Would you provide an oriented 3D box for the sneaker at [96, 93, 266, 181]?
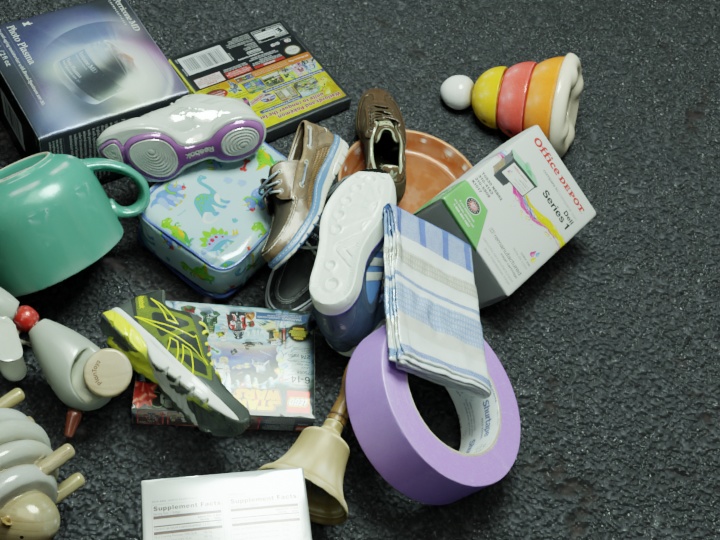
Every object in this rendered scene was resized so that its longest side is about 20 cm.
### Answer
[{"bbox_3d":[-0.217,-0.164,1.118,0.197,0.076,0.100,-10,42,-19],"label":"sneaker"}]

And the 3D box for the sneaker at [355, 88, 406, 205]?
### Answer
[{"bbox_3d":[0.035,-0.176,1.219,0.069,0.076,0.202,1,56,-11],"label":"sneaker"}]

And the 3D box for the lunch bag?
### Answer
[{"bbox_3d":[-0.165,-0.076,1.140,0.160,0.083,0.200,34,55,11],"label":"lunch bag"}]

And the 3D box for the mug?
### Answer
[{"bbox_3d":[-0.346,-0.068,1.034,0.150,0.116,0.185,-4,29,38],"label":"mug"}]

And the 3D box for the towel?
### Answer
[{"bbox_3d":[0.082,0.032,1.007,0.146,0.024,0.202,25,48,-34],"label":"towel"}]

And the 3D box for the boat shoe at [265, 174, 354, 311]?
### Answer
[{"bbox_3d":[-0.052,-0.030,1.126,0.071,0.068,0.201,30,68,14],"label":"boat shoe"}]

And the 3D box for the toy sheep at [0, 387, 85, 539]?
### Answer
[{"bbox_3d":[-0.353,0.190,0.888,0.199,0.139,0.137,34,54,31],"label":"toy sheep"}]

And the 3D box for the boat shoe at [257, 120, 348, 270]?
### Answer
[{"bbox_3d":[-0.081,-0.091,1.080,0.072,0.072,0.202,35,50,-18],"label":"boat shoe"}]

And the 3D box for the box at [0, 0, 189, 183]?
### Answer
[{"bbox_3d":[-0.348,-0.224,1.180,0.197,0.124,0.201,-24,64,-27],"label":"box"}]

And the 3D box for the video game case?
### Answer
[{"bbox_3d":[-0.142,-0.262,1.311,0.198,0.026,0.181,-27,65,-28],"label":"video game case"}]

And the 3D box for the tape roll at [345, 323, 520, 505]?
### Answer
[{"bbox_3d":[0.080,0.143,0.999,0.198,0.065,0.202,24,49,-30],"label":"tape roll"}]

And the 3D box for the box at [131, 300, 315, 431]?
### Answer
[{"bbox_3d":[-0.149,0.106,1.042,0.197,0.040,0.139,4,56,-10],"label":"box"}]

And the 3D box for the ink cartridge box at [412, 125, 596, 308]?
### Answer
[{"bbox_3d":[0.184,-0.070,1.182,0.199,0.084,0.146,-38,95,-31],"label":"ink cartridge box"}]

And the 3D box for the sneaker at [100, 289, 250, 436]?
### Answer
[{"bbox_3d":[-0.181,0.088,0.976,0.199,0.075,0.085,39,57,14],"label":"sneaker"}]

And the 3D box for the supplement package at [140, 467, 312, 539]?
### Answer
[{"bbox_3d":[-0.119,0.306,0.838,0.148,0.153,0.202,-2,56,-13],"label":"supplement package"}]

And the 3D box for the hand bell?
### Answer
[{"bbox_3d":[-0.022,0.153,0.987,0.103,0.105,0.201,24,57,5],"label":"hand bell"}]

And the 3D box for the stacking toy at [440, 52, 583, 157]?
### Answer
[{"bbox_3d":[0.211,-0.245,1.336,0.197,0.147,0.147,11,51,20],"label":"stacking toy"}]

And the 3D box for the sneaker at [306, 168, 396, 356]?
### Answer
[{"bbox_3d":[0.000,0.000,1.088,0.079,0.147,0.202,7,58,18],"label":"sneaker"}]

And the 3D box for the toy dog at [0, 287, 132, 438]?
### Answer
[{"bbox_3d":[-0.332,0.098,0.961,0.198,0.132,0.097,25,69,10],"label":"toy dog"}]

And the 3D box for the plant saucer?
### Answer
[{"bbox_3d":[0.065,-0.104,1.241,0.197,0.032,0.203,5,55,-8],"label":"plant saucer"}]
